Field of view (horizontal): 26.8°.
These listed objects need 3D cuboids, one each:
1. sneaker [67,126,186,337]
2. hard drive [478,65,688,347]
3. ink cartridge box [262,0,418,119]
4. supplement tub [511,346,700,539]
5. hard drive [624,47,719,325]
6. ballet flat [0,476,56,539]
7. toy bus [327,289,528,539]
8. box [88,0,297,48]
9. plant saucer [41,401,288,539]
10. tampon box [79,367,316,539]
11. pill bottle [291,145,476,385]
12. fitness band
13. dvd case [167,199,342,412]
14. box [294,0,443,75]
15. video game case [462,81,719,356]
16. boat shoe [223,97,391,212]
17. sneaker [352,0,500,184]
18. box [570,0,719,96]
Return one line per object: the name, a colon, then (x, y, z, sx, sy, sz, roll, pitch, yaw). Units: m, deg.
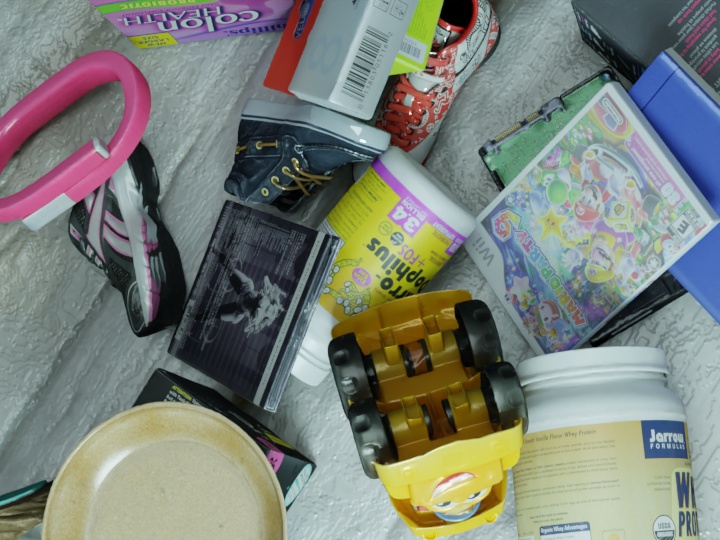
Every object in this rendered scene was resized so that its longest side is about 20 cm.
sneaker: (-0.220, -0.026, 1.372, 0.086, 0.080, 0.202, -22, 63, 14)
hard drive: (0.206, -0.055, 1.289, 0.139, 0.038, 0.201, -32, 75, 6)
ink cartridge box: (-0.024, -0.219, 1.244, 0.199, 0.047, 0.162, 25, 94, 57)
supplement tub: (0.191, 0.169, 1.192, 0.143, 0.144, 0.203, -7, 78, 12)
hard drive: (0.274, -0.059, 1.204, 0.200, 0.025, 0.132, 48, 128, 14)
ballet flat: (-0.262, 0.209, 1.340, 0.198, 0.068, 0.073, -28, 94, 7)
toy bus: (0.061, 0.143, 1.199, 0.134, 0.201, 0.194, -14, 121, -4)
box: (-0.153, -0.283, 1.334, 0.174, 0.200, 0.098, -5, 78, 12)
plant saucer: (-0.148, 0.204, 1.165, 0.198, 0.035, 0.203, -2, 79, 12)
tampon box: (-0.153, 0.207, 1.263, 0.126, 0.150, 0.201, 33, 88, 17)
pill bottle: (0.000, 0.000, 1.287, 0.104, 0.104, 0.200, 43, 99, 17)
fitness band: (-0.278, -0.120, 1.382, 0.199, 0.037, 0.144, -33, 47, 14)
dvd case: (-0.094, 0.025, 1.286, 0.199, 0.016, 0.150, 20, 88, 58)
box: (0.001, -0.226, 1.302, 0.199, 0.047, 0.123, 3, 75, 59)
video game case: (0.181, -0.034, 1.235, 0.200, 0.018, 0.144, -47, 67, 34)
boat shoe: (-0.048, -0.093, 1.307, 0.199, 0.070, 0.092, 15, 89, 56)
sneaker: (0.047, -0.159, 1.310, 0.067, 0.108, 0.202, 35, 89, 17)
box: (0.289, -0.191, 1.260, 0.122, 0.106, 0.200, -46, 73, 3)
